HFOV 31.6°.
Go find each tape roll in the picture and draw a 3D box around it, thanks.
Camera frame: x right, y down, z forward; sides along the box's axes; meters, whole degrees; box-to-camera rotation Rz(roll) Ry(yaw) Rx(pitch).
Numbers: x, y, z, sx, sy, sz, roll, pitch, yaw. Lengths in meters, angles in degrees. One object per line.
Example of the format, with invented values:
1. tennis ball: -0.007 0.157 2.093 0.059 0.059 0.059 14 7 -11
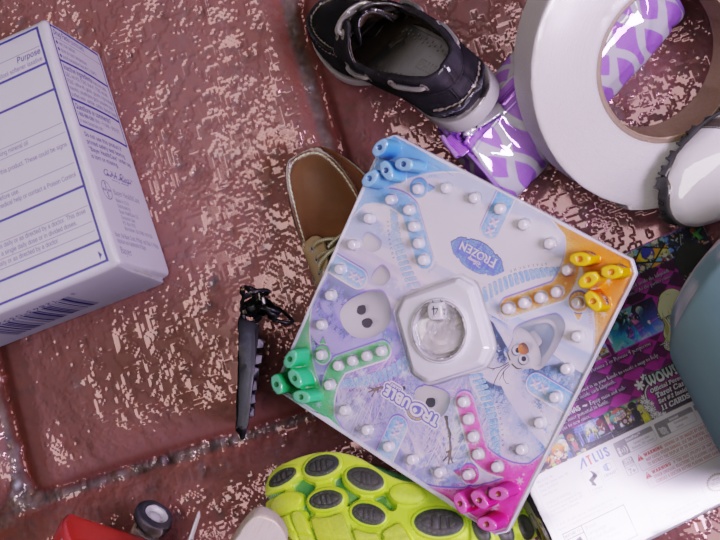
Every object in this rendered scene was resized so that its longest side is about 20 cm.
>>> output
1. tape roll: 0.201 -0.142 0.859 0.201 0.037 0.205 -5 110 -14

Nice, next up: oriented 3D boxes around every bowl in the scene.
1. bowl: 0.269 0.028 0.789 0.201 0.201 0.105 -47 62 5

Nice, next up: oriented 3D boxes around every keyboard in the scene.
1. keyboard: -0.067 0.060 0.882 0.039 0.200 0.105 1 87 -6

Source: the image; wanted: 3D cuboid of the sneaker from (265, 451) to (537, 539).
1. sneaker: 0.031 0.174 0.896 0.198 0.084 0.075 4 67 3

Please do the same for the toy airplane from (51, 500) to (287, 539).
1. toy airplane: -0.126 0.267 0.899 0.197 0.141 0.202 -8 100 22

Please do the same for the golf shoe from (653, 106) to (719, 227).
1. golf shoe: 0.293 -0.075 0.835 0.199 0.095 0.078 -23 117 0

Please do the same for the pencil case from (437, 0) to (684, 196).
1. pencil case: 0.139 -0.142 0.906 0.200 0.085 0.084 -48 53 3

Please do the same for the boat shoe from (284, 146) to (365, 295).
1. boat shoe: 0.000 0.000 0.930 0.075 0.074 0.201 -28 79 9

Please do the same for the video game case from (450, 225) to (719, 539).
1. video game case: 0.184 0.086 0.867 0.199 0.036 0.182 -24 80 -10

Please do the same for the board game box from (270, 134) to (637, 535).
1. board game box: 0.052 0.040 0.842 0.199 0.026 0.201 30 103 25

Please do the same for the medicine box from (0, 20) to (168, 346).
1. medicine box: -0.272 -0.059 0.986 0.181 0.103 0.202 -21 80 10

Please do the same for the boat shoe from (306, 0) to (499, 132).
1. boat shoe: 0.017 -0.162 0.910 0.074 0.060 0.200 -49 46 2
